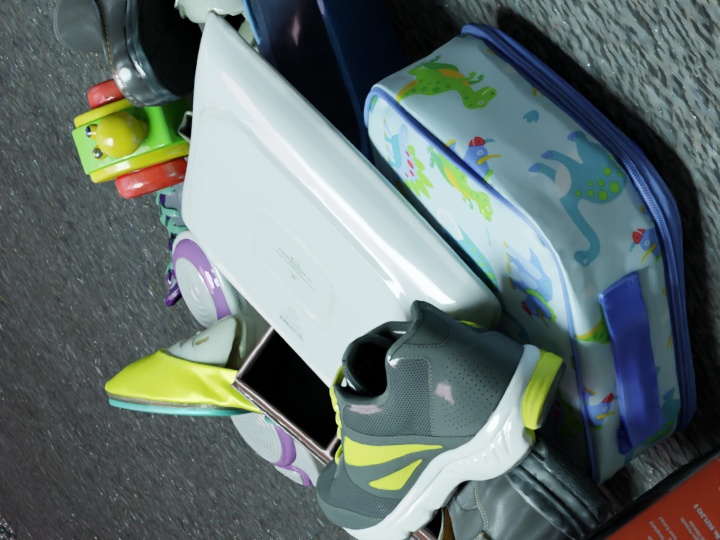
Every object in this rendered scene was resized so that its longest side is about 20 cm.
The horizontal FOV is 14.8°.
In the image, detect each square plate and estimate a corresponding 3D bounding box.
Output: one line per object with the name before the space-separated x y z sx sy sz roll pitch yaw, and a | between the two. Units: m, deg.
square plate | -0.021 -0.006 1.350 0.200 0.028 0.198 46 157 15

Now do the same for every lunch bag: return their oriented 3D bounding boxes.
lunch bag | 0.084 -0.003 1.287 0.161 0.082 0.200 45 160 38

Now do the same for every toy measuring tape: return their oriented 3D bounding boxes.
toy measuring tape | -0.114 -0.079 1.578 0.074 0.074 0.200 55 -164 4

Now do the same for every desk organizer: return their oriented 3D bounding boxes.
desk organizer | 0.025 0.095 1.492 0.200 0.072 0.077 40 175 8

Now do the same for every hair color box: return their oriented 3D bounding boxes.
hair color box | 0.110 0.163 1.314 0.064 0.200 0.111 54 163 3

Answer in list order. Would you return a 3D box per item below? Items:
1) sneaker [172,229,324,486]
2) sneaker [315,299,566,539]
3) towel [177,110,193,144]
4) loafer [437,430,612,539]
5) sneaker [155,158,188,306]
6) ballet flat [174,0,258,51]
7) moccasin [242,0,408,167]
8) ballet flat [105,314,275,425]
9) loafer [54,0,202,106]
sneaker | -0.041 0.044 1.704 0.075 0.100 0.200 21 138 48
sneaker | 0.020 0.063 1.279 0.085 0.074 0.200 35 147 -10
towel | 0.000 0.000 1.534 0.193 0.035 0.200 44 180 29
loafer | 0.062 0.117 1.333 0.073 0.072 0.200 44 173 2
sneaker | -0.105 -0.031 1.769 0.200 0.088 0.074 54 164 7
ballet flat | -0.053 -0.134 1.452 0.068 0.068 0.200 -7 120 44
moccasin | -0.006 -0.070 1.398 0.068 0.080 0.200 -11 94 39
ballet flat | -0.056 0.061 1.618 0.200 0.067 0.067 9 95 27
loafer | -0.129 -0.137 1.507 0.073 0.072 0.200 60 -170 -26
